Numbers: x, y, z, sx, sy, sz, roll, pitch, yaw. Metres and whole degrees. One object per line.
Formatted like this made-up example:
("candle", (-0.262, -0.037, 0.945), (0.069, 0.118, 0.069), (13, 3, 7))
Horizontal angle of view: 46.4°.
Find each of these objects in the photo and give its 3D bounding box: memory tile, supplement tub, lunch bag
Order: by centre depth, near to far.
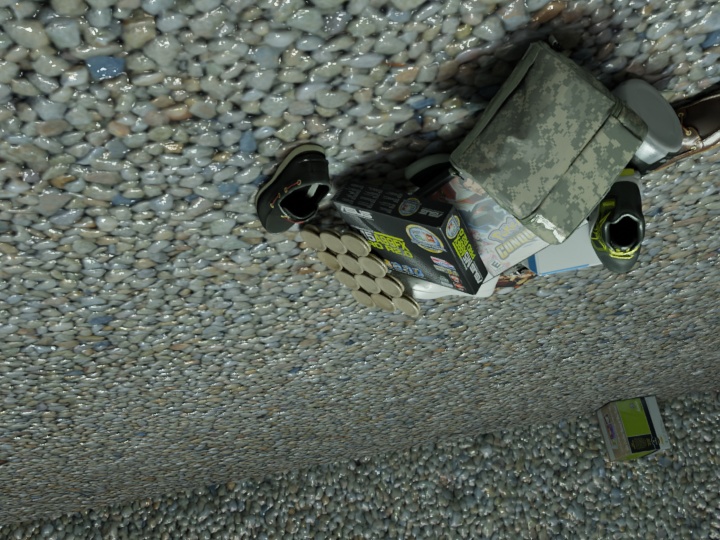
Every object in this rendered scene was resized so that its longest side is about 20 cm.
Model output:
("lunch bag", (0.224, -0.162, 1.032), (0.167, 0.140, 0.200), (31, 107, -24))
("supplement tub", (0.334, -0.164, 1.173), (0.122, 0.123, 0.200), (7, 151, -36))
("memory tile", (0.000, 0.000, 1.341), (0.153, 0.017, 0.200), (7, 146, 48))

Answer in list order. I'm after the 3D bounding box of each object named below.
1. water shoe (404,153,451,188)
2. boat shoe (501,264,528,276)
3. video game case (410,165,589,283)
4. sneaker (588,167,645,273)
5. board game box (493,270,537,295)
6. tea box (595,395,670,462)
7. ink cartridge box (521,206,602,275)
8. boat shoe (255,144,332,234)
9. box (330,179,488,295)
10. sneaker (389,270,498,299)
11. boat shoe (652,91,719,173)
("water shoe", (0.149, -0.114, 1.251), (0.199, 0.079, 0.071), (13, 147, -43))
("boat shoe", (0.249, -0.003, 1.510), (0.199, 0.057, 0.067), (-5, 172, 42))
("video game case", (0.189, -0.084, 1.194), (0.181, 0.026, 0.200), (42, 128, -20))
("sneaker", (0.351, -0.049, 1.154), (0.074, 0.085, 0.200), (-5, 143, 16))
("board game box", (0.296, -0.012, 1.616), (0.135, 0.035, 0.200), (6, 151, -35))
("tea box", (1.017, 0.593, 3.144), (0.195, 0.201, 0.134), (-4, 156, -15))
("ink cartridge box", (0.318, -0.061, 1.333), (0.145, 0.087, 0.200), (-11, -167, -3))
("boat shoe", (-0.098, -0.099, 1.195), (0.073, 0.064, 0.201), (-2, 157, -27))
("box", (0.071, -0.048, 1.217), (0.199, 0.044, 0.160), (18, 155, 37))
("sneaker", (0.147, -0.016, 1.374), (0.199, 0.074, 0.116), (-1, 134, -24))
("boat shoe", (0.464, -0.196, 1.225), (0.070, 0.071, 0.200), (2, 154, -39))
